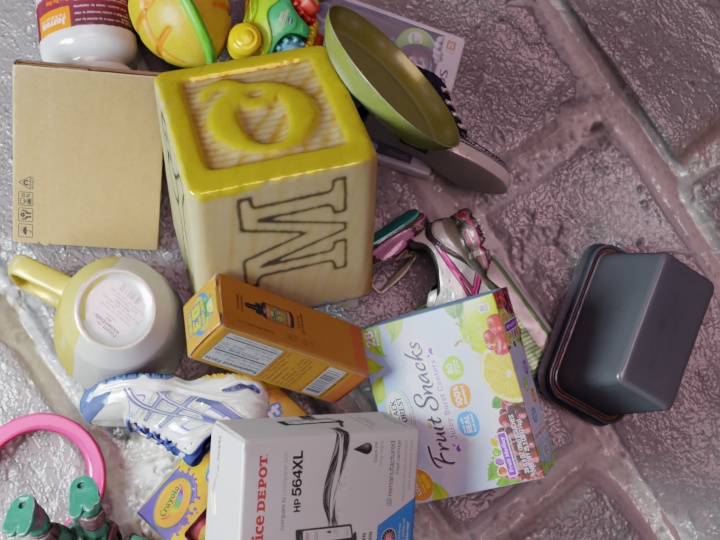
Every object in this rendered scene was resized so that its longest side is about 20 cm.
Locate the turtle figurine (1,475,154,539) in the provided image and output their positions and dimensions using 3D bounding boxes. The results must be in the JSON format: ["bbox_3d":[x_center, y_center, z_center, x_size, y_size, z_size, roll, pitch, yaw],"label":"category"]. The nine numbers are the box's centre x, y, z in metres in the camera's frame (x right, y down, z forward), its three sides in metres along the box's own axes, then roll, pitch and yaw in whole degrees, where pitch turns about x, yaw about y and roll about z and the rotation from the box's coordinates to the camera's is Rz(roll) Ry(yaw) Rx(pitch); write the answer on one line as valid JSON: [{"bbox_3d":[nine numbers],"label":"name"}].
[{"bbox_3d":[-0.276,0.294,1.180,0.149,0.202,0.101,-30,43,-13],"label":"turtle figurine"}]

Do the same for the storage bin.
[{"bbox_3d":[0.317,0.076,1.322,0.144,0.134,0.202,29,76,-18],"label":"storage bin"}]

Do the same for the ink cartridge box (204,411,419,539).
[{"bbox_3d":[-0.048,0.226,1.168,0.197,0.084,0.149,0,97,-29],"label":"ink cartridge box"}]

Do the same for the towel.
[{"bbox_3d":[0.124,0.093,1.354,0.199,0.023,0.153,-36,87,-13],"label":"towel"}]

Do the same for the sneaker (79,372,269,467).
[{"bbox_3d":[-0.192,0.156,1.192,0.196,0.075,0.090,-2,69,1],"label":"sneaker"}]

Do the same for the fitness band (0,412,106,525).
[{"bbox_3d":[-0.362,0.244,1.228,0.144,0.037,0.200,44,76,0],"label":"fitness band"}]

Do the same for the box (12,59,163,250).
[{"bbox_3d":[-0.295,-0.121,1.261,0.161,0.021,0.203,3,113,-10],"label":"box"}]

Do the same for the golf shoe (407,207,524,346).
[{"bbox_3d":[0.123,0.037,1.318,0.091,0.073,0.202,-23,88,0],"label":"golf shoe"}]

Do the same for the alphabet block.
[{"bbox_3d":[-0.100,-0.088,1.221,0.193,0.202,0.197,-13,50,-14],"label":"alphabet block"}]

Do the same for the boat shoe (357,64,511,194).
[{"bbox_3d":[0.098,-0.172,1.351,0.198,0.075,0.094,28,69,-6],"label":"boat shoe"}]

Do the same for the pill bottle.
[{"bbox_3d":[-0.308,-0.285,1.301,0.108,0.110,0.203,-6,80,-11],"label":"pill bottle"}]

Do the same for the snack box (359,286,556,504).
[{"bbox_3d":[0.104,0.138,1.264,0.166,0.068,0.203,-15,90,23],"label":"snack box"}]

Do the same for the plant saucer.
[{"bbox_3d":[0.028,-0.199,1.243,0.031,0.200,0.200,-41,89,22],"label":"plant saucer"}]

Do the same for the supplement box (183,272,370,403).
[{"bbox_3d":[-0.085,0.073,1.199,0.199,0.069,0.067,25,40,-37],"label":"supplement box"}]

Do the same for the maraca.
[{"bbox_3d":[-0.210,-0.301,1.288,0.106,0.138,0.201,-28,51,-12],"label":"maraca"}]

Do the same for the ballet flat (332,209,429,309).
[{"bbox_3d":[0.000,0.000,1.331,0.198,0.069,0.072,-27,104,-14],"label":"ballet flat"}]

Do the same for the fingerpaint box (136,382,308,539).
[{"bbox_3d":[-0.115,0.241,1.254,0.167,0.073,0.200,43,75,1],"label":"fingerpaint box"}]

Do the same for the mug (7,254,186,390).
[{"bbox_3d":[-0.272,0.054,1.221,0.183,0.153,0.152,-5,81,-11],"label":"mug"}]

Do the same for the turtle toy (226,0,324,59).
[{"bbox_3d":[-0.087,-0.284,1.320,0.100,0.146,0.203,14,77,-3],"label":"turtle toy"}]

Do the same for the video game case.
[{"bbox_3d":[0.012,-0.226,1.393,0.197,0.023,0.184,18,76,-6],"label":"video game case"}]
